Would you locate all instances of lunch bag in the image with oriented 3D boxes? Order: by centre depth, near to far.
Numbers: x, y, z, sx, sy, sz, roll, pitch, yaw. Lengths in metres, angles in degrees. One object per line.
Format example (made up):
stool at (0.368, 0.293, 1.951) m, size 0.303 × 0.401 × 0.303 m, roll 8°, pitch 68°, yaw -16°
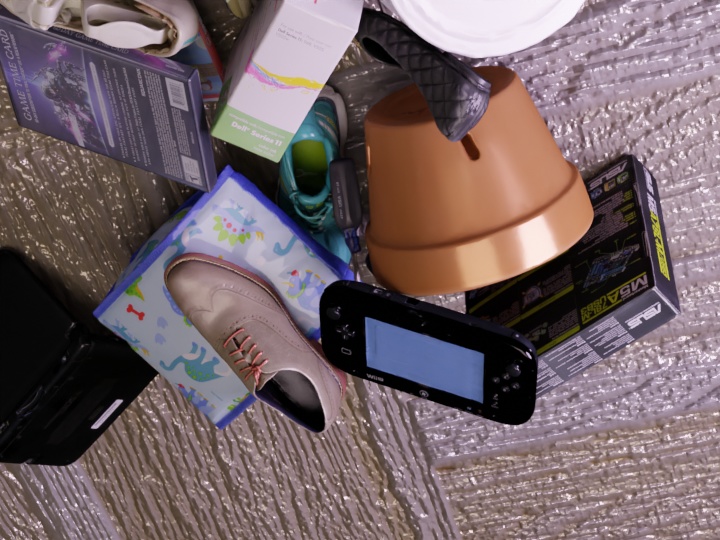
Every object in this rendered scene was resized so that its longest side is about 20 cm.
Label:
lunch bag at (-0.115, 0.015, 1.677) m, size 0.170 × 0.128 × 0.200 m, roll 41°, pitch 129°, yaw -10°

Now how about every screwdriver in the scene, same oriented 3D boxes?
screwdriver at (0.000, 0.000, 1.611) m, size 0.029 × 0.028 × 0.202 m, roll -12°, pitch 101°, yaw 3°

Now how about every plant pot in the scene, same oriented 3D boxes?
plant pot at (0.088, -0.086, 1.579) m, size 0.198 × 0.200 × 0.141 m, roll -13°, pitch 110°, yaw 12°

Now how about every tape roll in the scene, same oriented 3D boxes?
tape roll at (0.096, -0.275, 1.452) m, size 0.200 × 0.071 × 0.205 m, roll -7°, pitch 115°, yaw -15°

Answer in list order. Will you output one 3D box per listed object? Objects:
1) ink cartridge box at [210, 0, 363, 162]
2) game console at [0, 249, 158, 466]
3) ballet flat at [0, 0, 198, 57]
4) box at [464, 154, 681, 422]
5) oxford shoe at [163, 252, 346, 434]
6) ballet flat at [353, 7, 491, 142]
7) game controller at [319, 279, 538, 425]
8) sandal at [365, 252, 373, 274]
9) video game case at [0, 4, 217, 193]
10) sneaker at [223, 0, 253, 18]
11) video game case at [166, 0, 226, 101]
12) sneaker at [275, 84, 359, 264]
ink cartridge box at (-0.048, -0.201, 1.503) m, size 0.067 × 0.118 × 0.200 m, roll 22°, pitch 134°, yaw -13°
game console at (-0.318, 0.090, 1.825) m, size 0.175 × 0.117 × 0.200 m, roll 10°, pitch 135°, yaw -45°
ballet flat at (-0.227, -0.216, 1.479) m, size 0.198 × 0.070 × 0.070 m, roll 15°, pitch 127°, yaw -3°
box at (0.182, 0.013, 1.636) m, size 0.199 × 0.194 × 0.047 m, roll -33°, pitch 124°, yaw 24°
oxford shoe at (-0.090, 0.062, 1.594) m, size 0.199 × 0.075 × 0.070 m, roll 39°, pitch 112°, yaw -14°
ballet flat at (0.037, -0.167, 1.509) m, size 0.066 × 0.200 × 0.057 m, roll 29°, pitch 98°, yaw -38°
game controller at (0.057, 0.071, 1.564) m, size 0.198 × 0.042 × 0.105 m, roll 17°, pitch 129°, yaw 18°
sandal at (0.101, -0.022, 1.689) m, size 0.198 × 0.075 × 0.045 m, roll -16°, pitch 125°, yaw 11°
video game case at (-0.219, -0.146, 1.568) m, size 0.198 × 0.019 × 0.144 m, roll 21°, pitch 147°, yaw 18°
sneaker at (-0.076, -0.287, 1.463) m, size 0.088 × 0.077 × 0.201 m, roll -1°, pitch 132°, yaw -7°
video game case at (-0.203, -0.214, 1.545) m, size 0.141 × 0.018 × 0.201 m, roll -2°, pitch 141°, yaw 19°
sneaker at (-0.045, -0.069, 1.653) m, size 0.077 × 0.080 × 0.201 m, roll -3°, pitch 129°, yaw 6°
